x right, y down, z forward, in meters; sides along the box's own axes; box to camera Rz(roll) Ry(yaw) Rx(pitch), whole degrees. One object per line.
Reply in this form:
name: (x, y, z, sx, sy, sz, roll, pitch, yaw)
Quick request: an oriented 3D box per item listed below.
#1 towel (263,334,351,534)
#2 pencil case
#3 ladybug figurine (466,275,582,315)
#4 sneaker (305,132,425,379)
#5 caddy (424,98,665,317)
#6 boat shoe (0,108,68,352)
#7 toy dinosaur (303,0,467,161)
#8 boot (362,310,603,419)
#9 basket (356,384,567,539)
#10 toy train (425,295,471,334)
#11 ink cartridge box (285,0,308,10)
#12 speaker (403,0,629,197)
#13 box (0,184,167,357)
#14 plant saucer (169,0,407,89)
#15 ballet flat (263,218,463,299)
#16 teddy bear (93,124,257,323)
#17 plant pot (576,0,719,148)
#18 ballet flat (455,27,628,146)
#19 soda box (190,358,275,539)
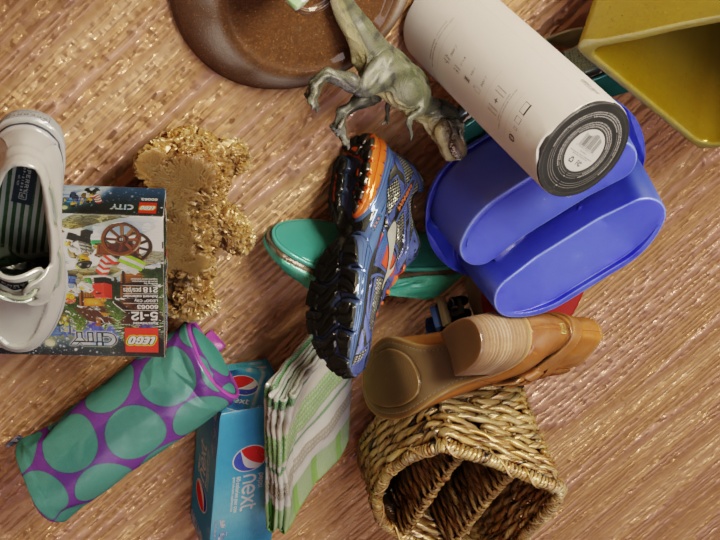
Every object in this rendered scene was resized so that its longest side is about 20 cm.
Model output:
towel: (-0.040, 0.135, 1.134, 0.149, 0.031, 0.201, -49, 153, -41)
pencil case: (-0.203, 0.129, 1.061, 0.199, 0.092, 0.085, -35, 100, 6)
ladybug figurine: (0.163, -0.012, 1.135, 0.135, 0.072, 0.201, -30, 135, -24)
sneaker: (0.013, -0.009, 1.005, 0.078, 0.075, 0.202, 17, 79, -30)
caddy: (0.150, -0.059, 1.012, 0.199, 0.105, 0.142, -32, 124, 7)
boat shoe: (-0.241, -0.011, 0.847, 0.073, 0.067, 0.201, 4, 127, -8)
toy dinosaur: (0.004, -0.142, 0.929, 0.088, 0.048, 0.200, -38, 129, 5)
boot: (0.107, 0.085, 1.102, 0.154, 0.074, 0.200, -1, 165, -37)
basket: (0.086, 0.207, 1.203, 0.142, 0.150, 0.200, -5, 147, -25)
toy train: (0.093, 0.077, 1.186, 0.045, 0.034, 0.200, -14, 149, 4)
ink cartridge box: (-0.021, -0.292, 0.798, 0.200, 0.048, 0.146, -42, 109, 9)
speaker: (0.111, -0.144, 0.923, 0.081, 0.200, 0.082, -19, 135, -20)
box: (-0.245, 0.001, 0.923, 0.198, 0.038, 0.137, 1, 127, -6)
plant saucer: (-0.040, -0.214, 0.899, 0.199, 0.037, 0.201, -15, 132, -18)
ballet flat: (0.000, 0.000, 1.081, 0.199, 0.068, 0.071, 3, 142, -27)
teddy bear: (-0.150, -0.035, 0.975, 0.144, 0.067, 0.201, -5, 132, -1)
plant pot: (0.313, -0.233, 0.950, 0.194, 0.195, 0.201, 27, 69, -40)
ballet flat: (0.153, -0.160, 1.027, 0.199, 0.074, 0.075, -18, 133, -13)
soda box: (-0.117, 0.183, 1.166, 0.067, 0.064, 0.201, -8, 130, -23)
